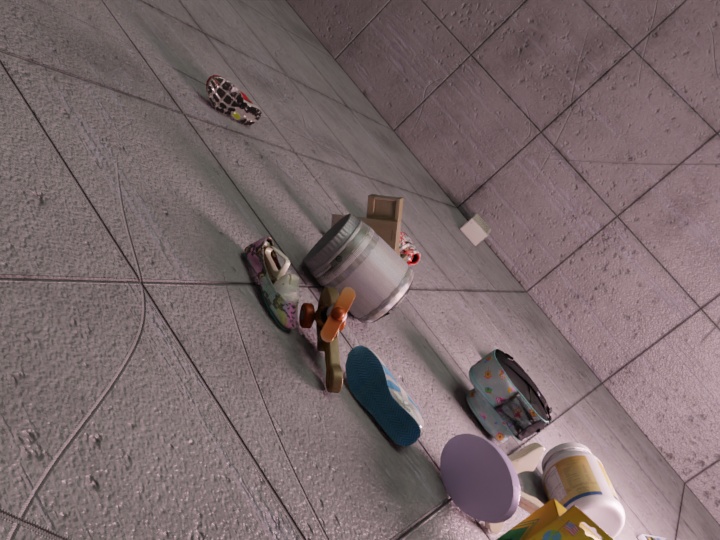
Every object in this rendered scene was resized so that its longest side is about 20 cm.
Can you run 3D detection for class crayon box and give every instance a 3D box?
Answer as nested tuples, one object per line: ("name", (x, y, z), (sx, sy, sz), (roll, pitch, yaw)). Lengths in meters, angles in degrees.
("crayon box", (0.317, 0.470, 1.282), (0.127, 0.200, 0.051), (43, 18, -15))

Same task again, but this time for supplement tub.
("supplement tub", (0.493, 0.499, 1.716), (0.145, 0.145, 0.200), (40, 19, -22))

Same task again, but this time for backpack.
("backpack", (0.332, 0.289, 1.777), (0.200, 0.153, 0.176), (59, 16, 4))

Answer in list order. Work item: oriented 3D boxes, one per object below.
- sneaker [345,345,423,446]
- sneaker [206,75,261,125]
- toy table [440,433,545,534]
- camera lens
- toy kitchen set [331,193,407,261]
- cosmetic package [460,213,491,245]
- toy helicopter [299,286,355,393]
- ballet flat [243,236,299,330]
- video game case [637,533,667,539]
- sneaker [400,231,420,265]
("sneaker", (0.042, 0.226, 1.390), (0.200, 0.076, 0.081), (57, 11, 9))
("sneaker", (-0.333, -0.435, 1.929), (0.085, 0.077, 0.200), (51, 7, 29))
("toy table", (0.246, 0.379, 1.373), (0.117, 0.184, 0.200), (24, 17, -31))
("camera lens", (0.000, 0.000, 1.612), (0.200, 0.160, 0.160), (44, 18, -11))
("toy kitchen set", (0.028, -0.095, 1.902), (0.163, 0.200, 0.180), (8, 12, 13))
("cosmetic package", (0.496, -0.176, 3.275), (0.105, 0.071, 0.200), (49, 18, 3))
("toy helicopter", (-0.048, 0.117, 1.337), (0.079, 0.132, 0.200), (7, 54, -20))
("ballet flat", (-0.150, 0.014, 1.381), (0.069, 0.071, 0.200), (26, 28, -51))
("video game case", (0.848, 0.810, 2.083), (0.200, 0.022, 0.182), (27, 27, -46))
("sneaker", (0.097, -0.083, 2.164), (0.201, 0.067, 0.108), (32, 21, -46))
